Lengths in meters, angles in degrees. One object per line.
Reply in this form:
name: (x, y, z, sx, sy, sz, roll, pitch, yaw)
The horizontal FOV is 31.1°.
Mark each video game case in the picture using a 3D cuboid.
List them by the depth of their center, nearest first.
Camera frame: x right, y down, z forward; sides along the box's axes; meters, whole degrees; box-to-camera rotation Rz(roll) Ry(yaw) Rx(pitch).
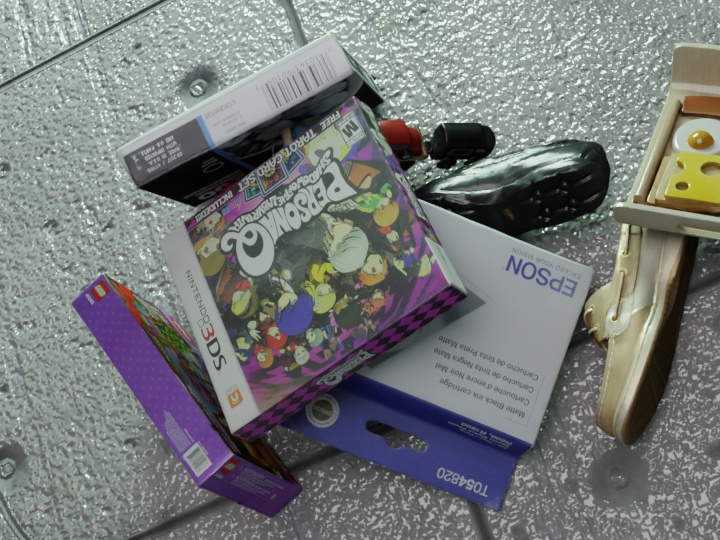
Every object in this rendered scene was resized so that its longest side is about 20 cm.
video game case: (-0.042, -0.002, 0.959, 0.199, 0.036, 0.182, -34, 60, 15)

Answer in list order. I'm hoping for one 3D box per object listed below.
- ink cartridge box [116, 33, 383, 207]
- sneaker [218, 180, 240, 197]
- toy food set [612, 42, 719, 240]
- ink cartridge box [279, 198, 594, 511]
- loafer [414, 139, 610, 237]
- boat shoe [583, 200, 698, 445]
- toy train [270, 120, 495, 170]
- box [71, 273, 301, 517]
ink cartridge box: (-0.080, -0.118, 1.085, 0.197, 0.200, 0.044, -27, 84, 9)
sneaker: (-0.073, 0.015, 1.087, 0.080, 0.075, 0.201, -31, 63, 6)
toy food set: (0.284, -0.098, 0.975, 0.142, 0.061, 0.201, 11, 48, 23)
ink cartridge box: (0.055, 0.057, 0.989, 0.198, 0.041, 0.202, 21, 84, -2)
loafer: (0.109, -0.059, 1.061, 0.199, 0.068, 0.071, -15, 26, 24)
boat shoe: (0.204, 0.034, 0.983, 0.069, 0.074, 0.201, 9, 64, 26)
toy train: (0.023, -0.102, 1.052, 0.198, 0.046, 0.034, -4, 69, -25)
box: (-0.139, 0.102, 1.043, 0.039, 0.137, 0.200, -41, 62, 1)
